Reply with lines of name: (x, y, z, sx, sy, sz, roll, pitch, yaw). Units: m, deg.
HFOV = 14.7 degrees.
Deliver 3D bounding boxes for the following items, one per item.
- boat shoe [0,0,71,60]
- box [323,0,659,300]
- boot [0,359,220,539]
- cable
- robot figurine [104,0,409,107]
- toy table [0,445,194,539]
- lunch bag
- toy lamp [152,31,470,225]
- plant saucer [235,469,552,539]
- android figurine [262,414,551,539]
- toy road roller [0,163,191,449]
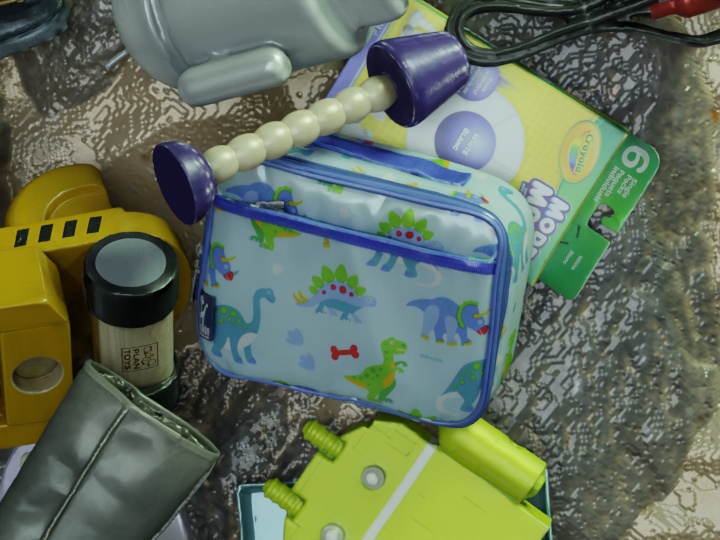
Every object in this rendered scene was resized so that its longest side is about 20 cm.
boat shoe: (-0.283, -0.168, 1.768, 0.200, 0.071, 0.091, -8, 128, 26)
box: (0.076, -0.076, 1.743, 0.200, 0.048, 0.117, 31, 99, 2)
boot: (-0.208, 0.141, 1.667, 0.182, 0.073, 0.200, 29, 106, -9)
cable: (0.154, -0.160, 1.716, 0.200, 0.050, 0.097, -25, 93, 3)
robot figurine: (-0.068, -0.173, 1.706, 0.200, 0.170, 0.113, -10, 138, 26)
toy table: (-0.178, 0.193, 1.764, 0.184, 0.117, 0.200, -21, 93, 9)
lunch bag: (0.000, 0.000, 1.716, 0.200, 0.082, 0.161, 16, 115, 13)
toy lamp: (-0.025, -0.090, 1.658, 0.200, 0.058, 0.058, -25, 92, -24)
plant saucer: (0.023, 0.163, 1.786, 0.200, 0.019, 0.070, -4, 95, 7)
android figurine: (0.034, 0.171, 1.757, 0.200, 0.041, 0.182, 36, 99, 1)
toy road roller: (-0.203, 0.017, 1.719, 0.200, 0.146, 0.123, -10, 135, -12)
